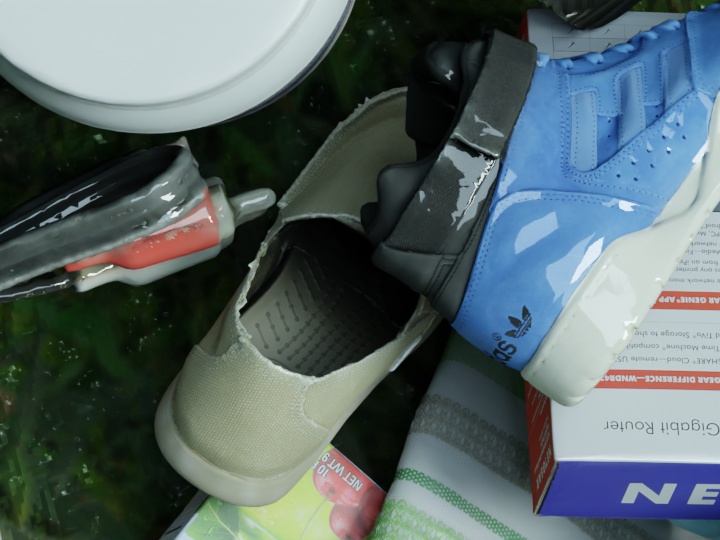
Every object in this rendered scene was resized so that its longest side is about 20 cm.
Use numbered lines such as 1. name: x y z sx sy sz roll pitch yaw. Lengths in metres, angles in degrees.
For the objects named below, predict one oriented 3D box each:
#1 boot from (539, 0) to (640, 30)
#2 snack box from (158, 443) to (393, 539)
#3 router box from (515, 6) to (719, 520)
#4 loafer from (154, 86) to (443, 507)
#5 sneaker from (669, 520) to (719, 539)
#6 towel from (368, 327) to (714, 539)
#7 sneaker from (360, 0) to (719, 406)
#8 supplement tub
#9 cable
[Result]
1. boot: 0.015 -0.182 0.976 0.073 0.182 0.200 -36 67 2
2. snack box: -0.001 0.168 1.011 0.200 0.053 0.142 41 72 -6
3. router box: 0.155 -0.003 0.995 0.200 0.049 0.180 2 62 -5
4. loafer: 0.000 0.000 1.003 0.076 0.068 0.200 34 50 -3
5. sneaker: 0.159 0.021 1.064 0.082 0.074 0.200 42 63 -9
6. towel: 0.074 0.112 1.010 0.149 0.031 0.200 33 50 -15
7. sneaker: 0.078 -0.062 0.946 0.111 0.077 0.200 34 71 2
8. supplement tub: -0.068 -0.116 0.947 0.140 0.200 0.141 0 93 0
9. cable: -0.121 0.008 0.983 0.200 0.097 0.050 -30 100 -14
